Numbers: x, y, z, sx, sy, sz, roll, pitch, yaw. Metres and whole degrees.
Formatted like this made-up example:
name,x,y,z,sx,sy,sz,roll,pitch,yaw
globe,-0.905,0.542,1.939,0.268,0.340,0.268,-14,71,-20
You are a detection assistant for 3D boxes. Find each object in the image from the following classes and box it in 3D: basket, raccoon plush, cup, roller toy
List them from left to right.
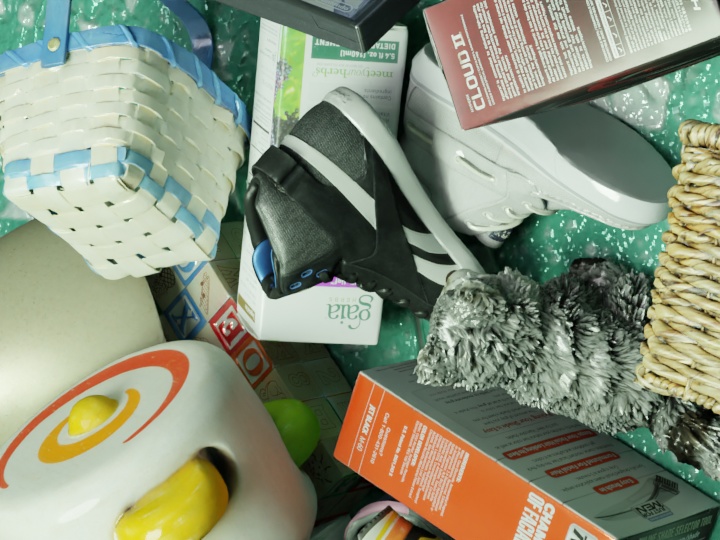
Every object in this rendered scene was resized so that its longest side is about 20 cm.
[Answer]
name,x,y,z,sx,sy,sz,roll,pitch,yaw
cup,-0.224,0.065,1.603,0.200,0.143,0.201,47,144,49
basket,-0.149,-0.112,1.510,0.139,0.176,0.201,-5,61,28
roller toy,-0.132,0.135,1.455,0.182,0.200,0.140,-22,112,26
raccoon plush,0.129,0.055,1.364,0.200,0.134,0.097,26,110,35
basket,0.264,0.011,1.242,0.200,0.142,0.150,20,108,40

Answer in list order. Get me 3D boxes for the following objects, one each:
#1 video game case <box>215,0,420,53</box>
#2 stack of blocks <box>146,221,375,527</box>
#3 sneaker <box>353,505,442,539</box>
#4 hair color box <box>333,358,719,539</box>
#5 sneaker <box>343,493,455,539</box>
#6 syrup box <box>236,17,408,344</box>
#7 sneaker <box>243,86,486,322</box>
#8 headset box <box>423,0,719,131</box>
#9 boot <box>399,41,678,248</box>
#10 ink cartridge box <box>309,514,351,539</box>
name,x,y,z,sx,sy,sz,roll,pitch,yaw
video game case,-0.019,-0.216,1.437,0.200,0.181,0.026,23,145,35
stack of blocks,-0.076,0.082,1.588,0.115,0.058,0.200,-46,67,34
sneaker,-0.001,0.243,1.420,0.090,0.070,0.201,30,100,8
hair color box,0.096,0.123,1.417,0.200,0.111,0.064,31,115,34
sneaker,0.073,0.201,1.463,0.200,0.082,0.070,29,113,33
syrup box,-0.025,-0.058,1.496,0.081,0.078,0.201,-141,55,-72
sneaker,0.000,0.000,1.435,0.200,0.112,0.073,56,168,-21
headset box,0.144,-0.141,1.318,0.200,0.148,0.075,-18,89,39
boot,0.100,-0.053,1.428,0.200,0.073,0.096,38,127,36
ink cartridge box,-0.037,0.274,1.512,0.144,0.084,0.201,-24,92,16
